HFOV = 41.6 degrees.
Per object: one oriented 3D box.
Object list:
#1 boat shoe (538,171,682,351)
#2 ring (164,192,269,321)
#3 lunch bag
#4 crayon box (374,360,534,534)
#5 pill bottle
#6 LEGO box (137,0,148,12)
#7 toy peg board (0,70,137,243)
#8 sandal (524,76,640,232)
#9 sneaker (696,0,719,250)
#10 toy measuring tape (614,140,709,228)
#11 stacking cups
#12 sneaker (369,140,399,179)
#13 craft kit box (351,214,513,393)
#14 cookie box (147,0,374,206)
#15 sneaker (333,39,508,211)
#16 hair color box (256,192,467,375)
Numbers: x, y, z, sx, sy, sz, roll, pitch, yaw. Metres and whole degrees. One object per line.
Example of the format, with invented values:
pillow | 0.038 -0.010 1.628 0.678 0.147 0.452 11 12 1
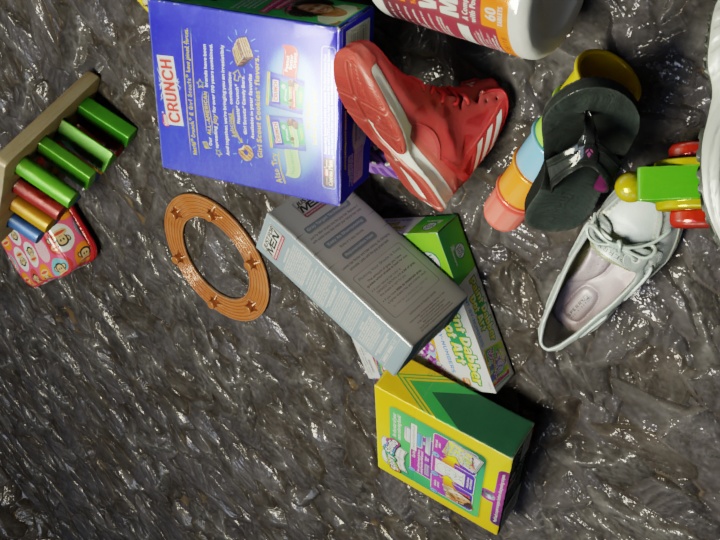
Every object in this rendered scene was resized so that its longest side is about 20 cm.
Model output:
boat shoe | 0.217 -0.002 0.840 0.074 0.065 0.202 40 139 12
ring | -0.203 -0.014 1.305 0.200 0.019 0.201 26 136 28
lunch bag | -0.525 -0.070 1.537 0.199 0.082 0.177 -11 111 50
crayon box | 0.103 0.203 1.097 0.172 0.058 0.201 27 148 21
pill bottle | 0.072 -0.246 0.754 0.199 0.109 0.110 26 136 29
LEGO box | -0.175 -0.326 0.969 0.200 0.077 0.149 48 143 5
toy peg board | -0.398 -0.127 1.280 0.098 0.200 0.199 34 142 -2
sandal | 0.178 -0.078 0.761 0.075 0.048 0.201 0 151 2
sneaker | 0.277 -0.097 0.648 0.079 0.074 0.202 4 93 32
toy measuring tape | 0.297 -0.066 0.723 0.199 0.074 0.074 0 122 22
stacking cups | 0.165 -0.106 0.827 0.061 0.060 0.200 45 147 8
sneaker | -0.003 -0.121 0.956 0.199 0.083 0.081 16 131 36
craft kit box | 0.055 0.037 1.062 0.197 0.048 0.201 -2 118 43
cookie box | -0.093 -0.169 0.888 0.199 0.075 0.172 14 123 20
sneaker | 0.058 -0.152 0.826 0.078 0.116 0.200 37 170 37
hair color box | 0.000 0.000 0.972 0.200 0.099 0.061 43 142 12
